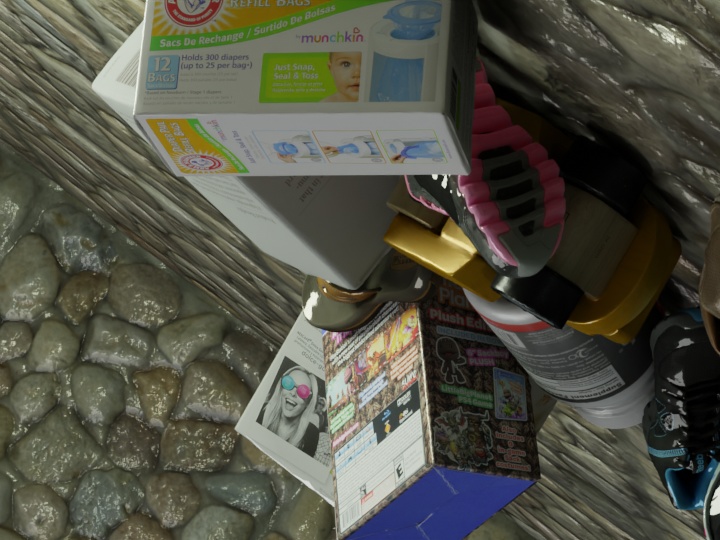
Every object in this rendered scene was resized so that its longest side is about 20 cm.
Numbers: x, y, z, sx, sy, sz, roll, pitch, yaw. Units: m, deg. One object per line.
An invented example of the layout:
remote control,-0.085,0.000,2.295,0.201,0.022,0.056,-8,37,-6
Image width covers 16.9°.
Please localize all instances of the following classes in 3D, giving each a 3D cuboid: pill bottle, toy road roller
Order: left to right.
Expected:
toy road roller,0.128,-0.025,1.666,0.200,0.123,0.146,29,177,45
pill bottle,0.162,0.031,1.814,0.116,0.116,0.200,31,169,40

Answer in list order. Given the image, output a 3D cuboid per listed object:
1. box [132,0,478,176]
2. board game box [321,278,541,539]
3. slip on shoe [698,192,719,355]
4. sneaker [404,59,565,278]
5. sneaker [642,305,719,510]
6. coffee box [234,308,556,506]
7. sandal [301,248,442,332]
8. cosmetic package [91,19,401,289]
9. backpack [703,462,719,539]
box,-0.032,-0.128,1.525,0.198,0.113,0.101,0,160,12
board game box,0.051,0.098,1.899,0.096,0.201,0.159,10,149,-26
slip on shoe,0.243,0.005,1.526,0.076,0.061,0.200,36,171,14
sneaker,0.067,-0.065,1.599,0.201,0.078,0.096,64,144,32
sneaker,0.249,0.098,1.766,0.201,0.073,0.082,85,178,-55
coffee box,0.049,0.106,2.187,0.199,0.199,0.199,36,-159,17
sandal,0.000,0.000,1.864,0.054,0.082,0.200,10,170,-27
cosmetic package,-0.052,-0.120,1.755,0.200,0.165,0.165,44,170,-28
backpack,0.310,0.137,1.460,0.177,0.200,0.151,33,170,30
